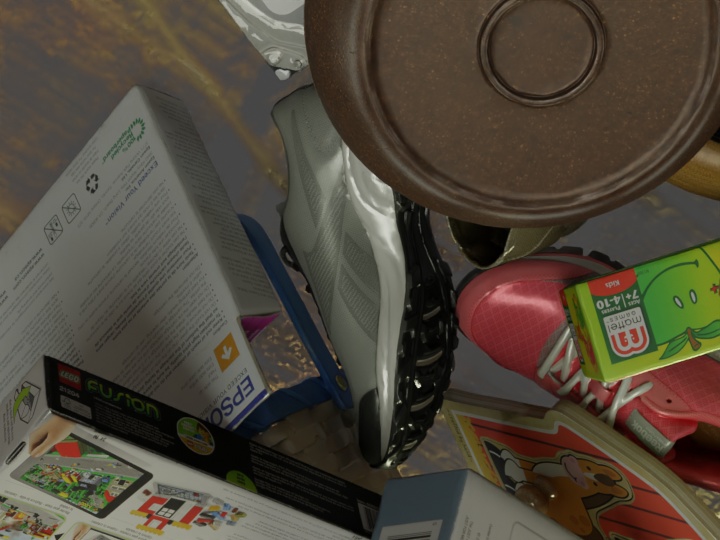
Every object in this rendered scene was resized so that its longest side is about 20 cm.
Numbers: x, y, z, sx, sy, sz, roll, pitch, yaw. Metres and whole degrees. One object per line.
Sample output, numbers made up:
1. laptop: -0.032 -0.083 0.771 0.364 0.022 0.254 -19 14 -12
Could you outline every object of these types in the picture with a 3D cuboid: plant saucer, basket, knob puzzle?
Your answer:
1. plant saucer: 0.075 -0.100 0.756 0.199 0.035 0.202 0 120 0
2. basket: -0.072 0.094 0.945 0.176 0.139 0.201 -41 73 24
3. knob puzzle: 0.133 0.155 0.931 0.219 0.030 0.220 36 148 27

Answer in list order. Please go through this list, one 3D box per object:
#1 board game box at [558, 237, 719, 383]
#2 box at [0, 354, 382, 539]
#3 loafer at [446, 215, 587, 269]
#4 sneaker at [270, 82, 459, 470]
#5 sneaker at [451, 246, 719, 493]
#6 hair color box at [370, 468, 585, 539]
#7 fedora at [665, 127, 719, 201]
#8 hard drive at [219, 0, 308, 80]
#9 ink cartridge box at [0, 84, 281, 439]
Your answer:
1. board game box: 0.198 0.001 0.838 0.199 0.102 0.048 -17 87 1
2. box: -0.087 0.118 0.805 0.199 0.035 0.110 27 120 -32
3. loafer: 0.061 -0.075 0.829 0.076 0.067 0.201 20 147 38
4. sneaker: 0.000 0.000 0.898 0.079 0.074 0.202 -5 94 24
5. sneaker: 0.139 0.055 0.913 0.199 0.087 0.074 25 118 -6
6. hair color box: 0.087 0.180 0.825 0.199 0.100 0.060 34 150 -30
7. fedora: 0.196 -0.128 0.809 0.199 0.082 0.202 2 117 4
8. hard drive: 0.002 -0.195 0.824 0.199 0.038 0.140 -30 111 21
9. ink cartridge box: -0.125 0.045 0.893 0.043 0.201 0.196 14 129 -46
